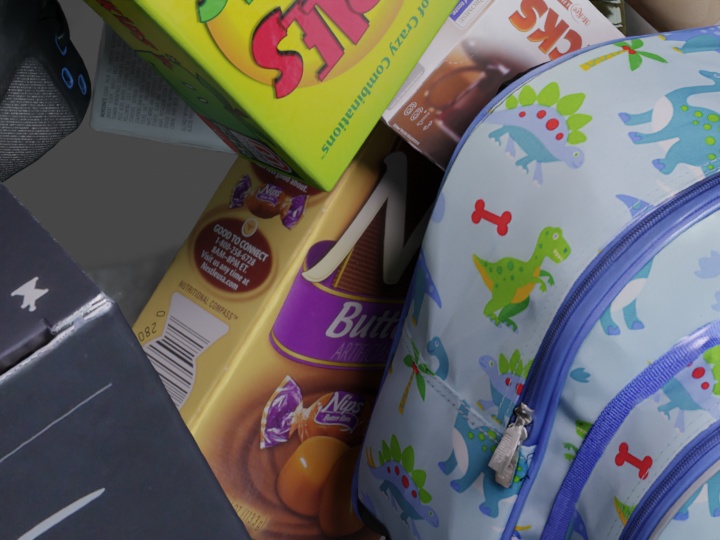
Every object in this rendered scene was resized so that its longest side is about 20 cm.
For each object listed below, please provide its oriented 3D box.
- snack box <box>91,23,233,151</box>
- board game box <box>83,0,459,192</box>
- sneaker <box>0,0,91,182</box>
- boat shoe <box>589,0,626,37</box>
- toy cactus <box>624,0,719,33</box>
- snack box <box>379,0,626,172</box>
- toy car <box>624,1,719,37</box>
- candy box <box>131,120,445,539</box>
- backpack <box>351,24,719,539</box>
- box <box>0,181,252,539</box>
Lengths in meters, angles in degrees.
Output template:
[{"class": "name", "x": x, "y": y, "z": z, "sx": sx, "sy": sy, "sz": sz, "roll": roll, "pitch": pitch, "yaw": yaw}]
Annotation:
[{"class": "snack box", "x": -0.037, "y": -0.140, "z": 0.747, "sx": 0.024, "sy": 0.071, "sz": 0.201, "roll": -20, "pitch": 119, "yaw": -84}, {"class": "board game box", "x": -0.048, "y": -0.121, "z": 0.647, "sx": 0.102, "sy": 0.048, "sz": 0.200, "roll": -56, "pitch": 134, "yaw": -11}, {"class": "sneaker", "x": -0.107, "y": -0.108, "z": 0.688, "sx": 0.201, "sy": 0.073, "sz": 0.112, "roll": -57, "pitch": 139, "yaw": -11}, {"class": "boat shoe", "x": 0.062, "y": -0.053, "z": 0.903, "sx": 0.073, "sy": 0.063, "sz": 0.202, "roll": -5, "pitch": 99, "yaw": -15}, {"class": "toy cactus", "x": 0.068, "y": -0.144, "z": 0.797, "sx": 0.102, "sy": 0.200, "sz": 0.165, "roll": -41, "pitch": 113, "yaw": 0}, {"class": "snack box", "x": 0.078, "y": -0.042, "z": 0.788, "sx": 0.072, "sy": 0.024, "sz": 0.200, "roll": -48, "pitch": 141, "yaw": 6}, {"class": "toy car", "x": 0.185, "y": -0.050, "z": 0.946, "sx": 0.175, "sy": 0.200, "sz": 0.150, "roll": 31, "pitch": 92, "yaw": -44}, {"class": "candy box", "x": 0.000, "y": 0.000, "z": 0.807, "sx": 0.117, "sy": 0.056, "sz": 0.201, "roll": 32, "pitch": 87, "yaw": -48}, {"class": "backpack", "x": 0.108, "y": 0.031, "z": 0.747, "sx": 0.182, "sy": 0.147, "sz": 0.201, "roll": -15, "pitch": 133, "yaw": -31}, {"class": "box", "x": -0.110, "y": 0.095, "z": 0.664, "sx": 0.148, "sy": 0.104, "sz": 0.201, "roll": -34, "pitch": 127, "yaw": -13}]
